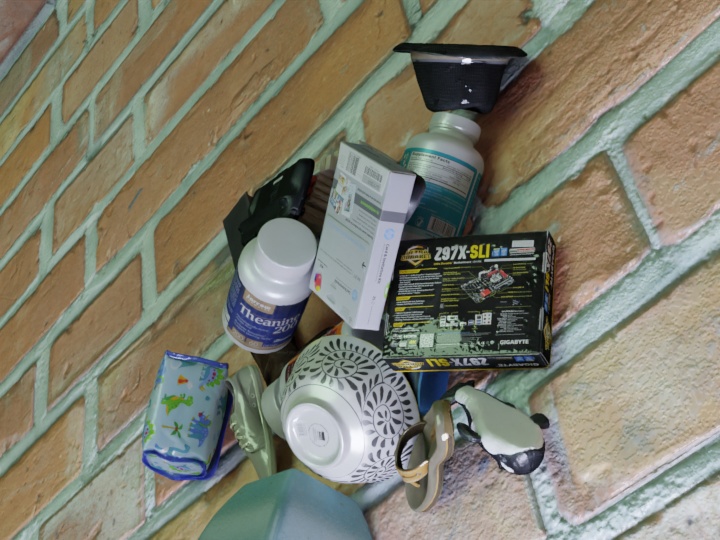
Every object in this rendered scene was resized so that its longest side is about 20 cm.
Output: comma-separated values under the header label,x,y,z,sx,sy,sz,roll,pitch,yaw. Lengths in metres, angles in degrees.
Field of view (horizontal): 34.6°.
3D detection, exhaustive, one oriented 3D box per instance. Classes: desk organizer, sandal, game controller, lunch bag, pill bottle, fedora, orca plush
label,x,y,z,sx,sy,sz,roll,pitch,yaw
desk organizer,-0.158,-0.030,1.868,0.072,0.077,0.201,-48,37,23
sandal,0.021,-0.101,1.506,0.200,0.043,0.077,18,85,62
game controller,-0.119,-0.095,1.651,0.200,0.042,0.105,-23,39,61
lunch bag,-0.273,0.236,1.819,0.200,0.127,0.171,122,161,-69
pill bottle,-0.040,0.149,1.567,0.200,0.109,0.110,-38,42,34
fedora,0.132,-0.260,1.565,0.200,0.199,0.092,18,108,56
orca plush,0.148,0.195,1.321,0.200,0.105,0.072,22,119,53
pill bottle,-0.122,0.020,1.599,0.200,0.110,0.112,115,157,-51
pill bottle,0.098,-0.106,1.540,0.111,0.110,0.201,6,73,55
sandal,0.069,0.216,1.357,0.201,0.054,0.081,102,162,-53

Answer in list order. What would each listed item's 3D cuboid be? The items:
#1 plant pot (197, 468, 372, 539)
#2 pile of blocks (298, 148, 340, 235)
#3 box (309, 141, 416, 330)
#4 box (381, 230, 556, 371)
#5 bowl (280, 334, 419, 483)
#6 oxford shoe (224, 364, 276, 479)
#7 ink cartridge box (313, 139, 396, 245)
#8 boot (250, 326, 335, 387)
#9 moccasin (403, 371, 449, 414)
label,x,y,z,sx,sy,sz,roll,pitch,yaw
plant pot,-0.095,0.368,1.444,0.195,0.196,0.201,-27,39,42
pile of blocks,-0.081,-0.095,1.667,0.082,0.062,0.201,33,97,54
box,-0.001,-0.046,1.451,0.156,0.041,0.201,38,117,60
box,0.131,0.038,1.387,0.199,0.049,0.161,-4,62,22
bowl,-0.033,0.190,1.449,0.200,0.094,0.202,10,110,30
oxford shoe,-0.158,0.236,1.674,0.075,0.057,0.201,116,142,-66
ink cartridge box,-0.036,-0.079,1.726,0.200,0.084,0.147,-31,47,38
boot,-0.102,0.099,1.733,0.187,0.064,0.200,-49,32,19
moccasin,0.081,0.080,1.471,0.068,0.080,0.201,3,71,50
